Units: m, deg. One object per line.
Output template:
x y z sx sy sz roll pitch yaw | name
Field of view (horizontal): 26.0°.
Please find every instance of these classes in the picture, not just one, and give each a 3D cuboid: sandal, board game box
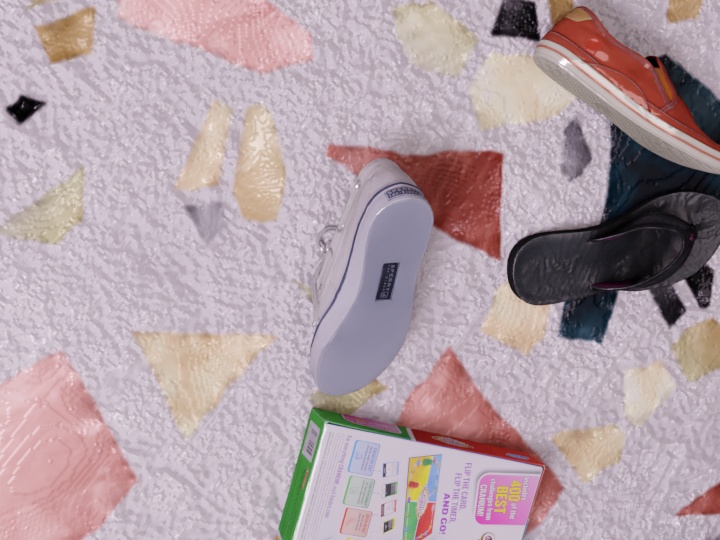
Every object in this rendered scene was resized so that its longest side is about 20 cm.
0.219 -0.011 1.280 0.199 0.048 0.076 -16 106 -14 | sandal
0.036 0.207 1.268 0.199 0.040 0.154 14 96 -21 | board game box

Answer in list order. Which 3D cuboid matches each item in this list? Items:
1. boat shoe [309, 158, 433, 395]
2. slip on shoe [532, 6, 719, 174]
-0.004 0.000 1.198 0.074 0.086 0.203 -4 131 -22 | boat shoe
0.229 -0.140 1.248 0.199 0.074 0.061 34 86 -17 | slip on shoe
